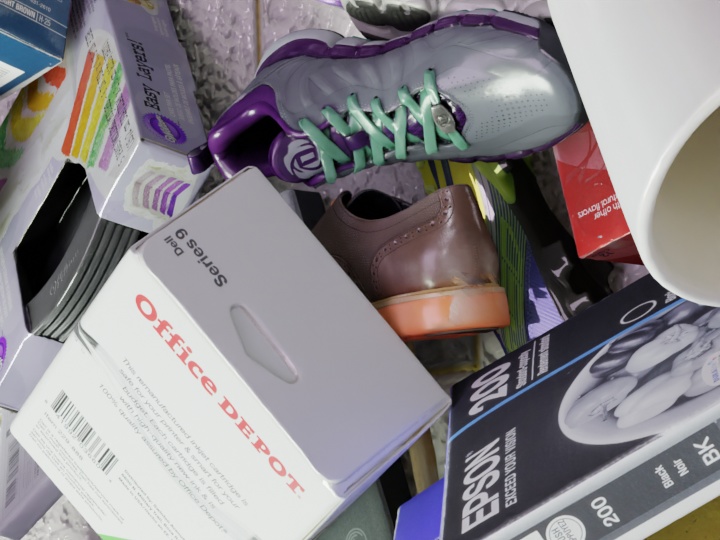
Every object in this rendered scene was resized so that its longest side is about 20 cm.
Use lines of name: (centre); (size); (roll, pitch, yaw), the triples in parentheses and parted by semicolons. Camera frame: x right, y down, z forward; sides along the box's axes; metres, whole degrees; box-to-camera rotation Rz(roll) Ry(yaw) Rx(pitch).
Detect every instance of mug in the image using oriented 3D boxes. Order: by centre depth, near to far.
mug: (0.162, -0.095, 0.977); (0.150, 0.186, 0.154); (95, 156, -47)

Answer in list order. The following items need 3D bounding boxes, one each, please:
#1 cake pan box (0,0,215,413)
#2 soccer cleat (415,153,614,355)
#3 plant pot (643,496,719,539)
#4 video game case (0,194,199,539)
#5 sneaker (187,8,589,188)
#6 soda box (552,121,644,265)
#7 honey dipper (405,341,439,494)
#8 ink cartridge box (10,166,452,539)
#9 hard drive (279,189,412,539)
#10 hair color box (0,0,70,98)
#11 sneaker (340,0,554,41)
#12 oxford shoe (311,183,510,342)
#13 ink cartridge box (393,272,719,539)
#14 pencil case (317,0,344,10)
cake pan box: (-0.153, -0.042, 1.361); (0.185, 0.052, 0.200); (-58, 29, 27)
soccer cleat: (0.056, -0.023, 1.186); (0.084, 0.065, 0.201); (-43, 59, 28)
plant pot: (0.126, 0.166, 1.037); (0.199, 0.200, 0.143); (-3, 59, 44)
video game case: (-0.144, 0.038, 1.363); (0.200, 0.018, 0.144); (-46, 35, 39)
sneaker: (0.013, -0.062, 1.117); (0.199, 0.088, 0.075); (-1, 126, 46)
soda box: (0.177, -0.068, 1.073); (0.200, 0.063, 0.070); (-28, 67, 40)
honey dipper: (0.032, 0.101, 1.222); (0.038, 0.038, 0.201); (-27, 66, 40)
ink cartridge box: (-0.064, 0.067, 1.162); (0.146, 0.084, 0.200); (49, 145, 5)
hard drive: (-0.046, 0.079, 1.301); (0.139, 0.033, 0.201); (-34, 64, 37)
hair color box: (-0.205, -0.198, 1.410); (0.100, 0.060, 0.201); (-23, 53, 44)
sneaker: (0.086, -0.137, 1.135); (0.199, 0.081, 0.084); (12, 75, 22)
oxford shoe: (0.000, 0.000, 1.186); (0.200, 0.071, 0.073); (-9, 86, 52)
ink cartridge box: (0.081, 0.074, 1.035); (0.199, 0.198, 0.043); (-33, 102, 13)
pencil case: (0.028, -0.218, 1.223); (0.086, 0.084, 0.201); (-114, 44, -72)
